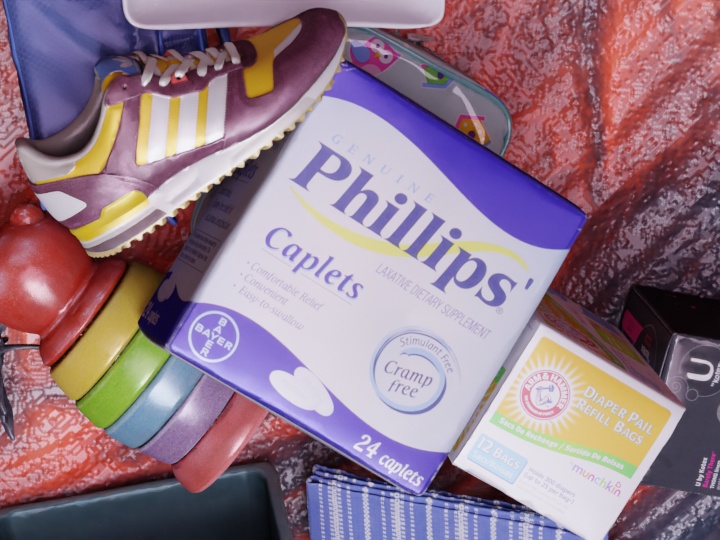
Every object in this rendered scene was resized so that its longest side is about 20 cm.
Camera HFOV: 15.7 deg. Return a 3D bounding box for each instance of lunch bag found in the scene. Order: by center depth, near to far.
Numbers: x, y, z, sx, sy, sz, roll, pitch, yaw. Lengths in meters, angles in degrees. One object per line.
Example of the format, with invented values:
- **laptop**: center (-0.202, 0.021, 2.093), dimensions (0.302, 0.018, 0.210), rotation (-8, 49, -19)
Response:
- **lunch bag**: center (-0.141, -0.124, 1.572), dimensions (0.132, 0.136, 0.201), rotation (-11, 95, -5)
- **lunch bag**: center (-0.009, -0.062, 1.647), dimensions (0.160, 0.077, 0.200), rotation (28, 98, -12)

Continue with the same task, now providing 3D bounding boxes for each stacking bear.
- **stacking bear**: center (-0.152, 0.039, 1.632), dimensions (0.200, 0.114, 0.122), rotation (37, 113, -9)

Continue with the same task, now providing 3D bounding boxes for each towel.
- **towel**: center (0.064, 0.197, 1.686), dimensions (0.199, 0.024, 0.145), rotation (9, 129, 18)

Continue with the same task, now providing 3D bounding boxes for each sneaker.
- **sneaker**: center (-0.100, -0.098, 1.471), dimensions (0.200, 0.075, 0.090), rotation (-39, 111, -1)

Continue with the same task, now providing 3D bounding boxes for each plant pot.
- **plant pot**: center (-0.127, 0.268, 1.661), dimensions (0.196, 0.196, 0.201), rotation (-10, 115, -6)

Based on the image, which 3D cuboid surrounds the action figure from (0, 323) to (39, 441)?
- **action figure**: center (-0.293, 0.082, 1.631), dimensions (0.200, 0.102, 0.119), rotation (-28, 94, 1)

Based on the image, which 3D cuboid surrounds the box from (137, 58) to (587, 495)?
- **box**: center (0.000, 0.000, 1.554), dimensions (0.184, 0.105, 0.200), rotation (31, 87, -14)

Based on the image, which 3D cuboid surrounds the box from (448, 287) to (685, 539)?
- **box**: center (0.112, 0.076, 1.633), dimensions (0.112, 0.200, 0.102), rotation (30, 98, -14)

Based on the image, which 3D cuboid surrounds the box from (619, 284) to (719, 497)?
- **box**: center (0.271, 0.089, 1.699), dimensions (0.199, 0.122, 0.106), rotation (10, 103, -11)

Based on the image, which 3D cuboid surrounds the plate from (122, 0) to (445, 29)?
- **plate**: center (-0.050, -0.239, 1.517), dimensions (0.199, 0.032, 0.201), rotation (-2, 90, -21)
